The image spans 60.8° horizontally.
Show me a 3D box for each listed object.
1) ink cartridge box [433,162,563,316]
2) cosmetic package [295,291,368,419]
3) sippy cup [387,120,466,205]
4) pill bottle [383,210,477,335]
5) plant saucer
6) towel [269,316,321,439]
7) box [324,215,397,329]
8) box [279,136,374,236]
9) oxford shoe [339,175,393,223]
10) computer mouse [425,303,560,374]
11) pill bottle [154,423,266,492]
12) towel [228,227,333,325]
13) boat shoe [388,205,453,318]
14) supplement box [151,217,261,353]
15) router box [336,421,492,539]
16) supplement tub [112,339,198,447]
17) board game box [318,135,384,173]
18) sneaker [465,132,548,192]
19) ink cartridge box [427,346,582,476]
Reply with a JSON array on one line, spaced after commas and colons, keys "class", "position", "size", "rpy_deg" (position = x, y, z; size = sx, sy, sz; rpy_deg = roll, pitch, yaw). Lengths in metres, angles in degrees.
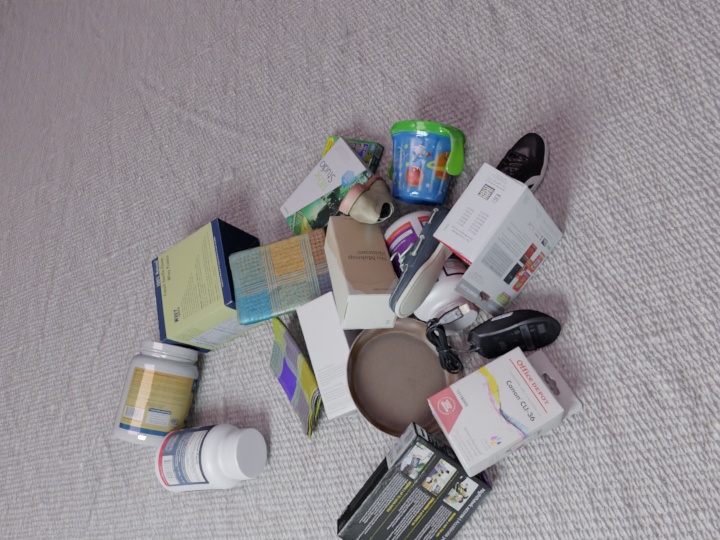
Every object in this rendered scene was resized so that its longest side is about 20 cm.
[{"class": "ink cartridge box", "position": [0.203, -0.037, 0.941], "size": [0.084, 0.200, 0.176], "rpy_deg": [39, 95, 36]}, {"class": "cosmetic package", "position": [-0.027, 0.145, 1.068], "size": [0.084, 0.107, 0.202], "rpy_deg": [-27, 71, 24]}, {"class": "sippy cup", "position": [0.113, -0.187, 1.105], "size": [0.138, 0.178, 0.132], "rpy_deg": [9, 90, 6]}, {"class": "pill bottle", "position": [0.120, 0.006, 1.037], "size": [0.112, 0.112, 0.201], "rpy_deg": [-34, 58, 19]}, {"class": "plant saucer", "position": [0.070, 0.175, 0.996], "size": [0.032, 0.198, 0.202], "rpy_deg": [119, 154, -61]}, {"class": "towel", "position": [-0.124, 0.194, 1.133], "size": [0.200, 0.023, 0.144], "rpy_deg": [55, 147, 37]}, {"class": "box", "position": [0.000, 0.000, 1.036], "size": [0.201, 0.094, 0.078], "rpy_deg": [-107, 22, -45]}, {"class": "box", "position": [-0.066, -0.147, 1.211], "size": [0.200, 0.036, 0.145], "rpy_deg": [-48, 47, 15]}, {"class": "oxford shoe", "position": [0.024, -0.115, 1.077], "size": [0.074, 0.200, 0.071], "rpy_deg": [36, 114, 5]}, {"class": "computer mouse", "position": [0.197, 0.083, 0.947], "size": [0.198, 0.141, 0.046], "rpy_deg": [-21, 40, 19]}, {"class": "pill bottle", "position": [-0.283, 0.357, 1.174], "size": [0.198, 0.119, 0.121], "rpy_deg": [-14, 66, 28]}, {"class": "towel", "position": [-0.146, 0.012, 1.152], "size": [0.198, 0.022, 0.148], "rpy_deg": [-16, 70, 11]}, {"class": "boat shoe", "position": [0.094, -0.019, 0.949], "size": [0.061, 0.075, 0.201], "rpy_deg": [25, 73, 24]}, {"class": "supplement box", "position": [-0.315, 0.037, 1.296], "size": [0.199, 0.134, 0.202], "rpy_deg": [-28, 60, 22]}, {"class": "router box", "position": [0.079, 0.355, 0.929], "size": [0.149, 0.051, 0.201], "rpy_deg": [36, 96, -7]}, {"class": "supplement tub", "position": [-0.423, 0.257, 1.284], "size": [0.144, 0.144, 0.202], "rpy_deg": [3, 76, 34]}, {"class": "board game box", "position": [-0.043, -0.172, 1.257], "size": [0.134, 0.029, 0.202], "rpy_deg": [16, 83, 35]}, {"class": "sneaker", "position": [0.239, -0.153, 1.013], "size": [0.073, 0.112, 0.201], "rpy_deg": [29, 90, 35]}, {"class": "ink cartridge box", "position": [0.213, 0.196, 0.899], "size": [0.199, 0.068, 0.117], "rpy_deg": [-29, 58, -4]}]
